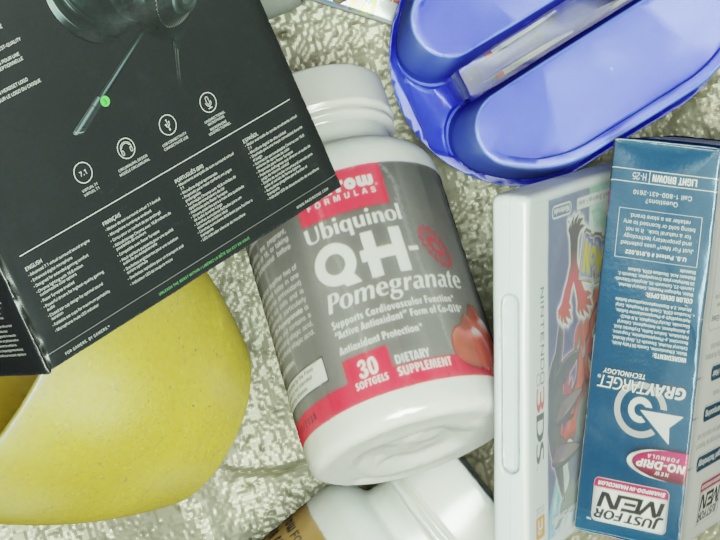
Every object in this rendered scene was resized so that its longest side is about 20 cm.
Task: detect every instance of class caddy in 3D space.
[{"bbox_3d":[0.110,-0.132,0.994,0.199,0.105,0.142,-31,93,0],"label":"caddy"}]

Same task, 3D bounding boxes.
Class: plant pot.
[{"bbox_3d":[-0.142,0.051,0.969,0.141,0.200,0.201,29,95,-33],"label":"plant pot"}]

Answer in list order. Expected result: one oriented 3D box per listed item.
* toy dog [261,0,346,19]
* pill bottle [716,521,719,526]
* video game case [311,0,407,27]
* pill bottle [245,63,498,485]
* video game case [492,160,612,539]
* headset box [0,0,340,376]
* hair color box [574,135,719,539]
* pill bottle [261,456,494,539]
[{"bbox_3d":[-0.075,-0.136,0.948,0.198,0.096,0.133,-23,82,-11],"label":"toy dog"},{"bbox_3d":[0.273,0.060,1.034,0.111,0.112,0.202,19,97,-8],"label":"pill bottle"},{"bbox_3d":[-0.046,-0.228,1.009,0.198,0.018,0.145,16,96,-8],"label":"video game case"},{"bbox_3d":[0.000,0.000,0.971,0.110,0.111,0.202,-16,70,-3],"label":"pill bottle"},{"bbox_3d":[0.116,0.040,0.982,0.023,0.200,0.185,4,100,26],"label":"video game case"},{"bbox_3d":[-0.130,-0.084,0.800,0.174,0.092,0.202,-35,107,-34],"label":"headset box"},{"bbox_3d":[0.162,0.033,0.969,0.060,0.100,0.203,8,97,26],"label":"hair color box"},{"bbox_3d":[-0.008,0.183,1.023,0.200,0.114,0.115,-40,100,1],"label":"pill bottle"}]
